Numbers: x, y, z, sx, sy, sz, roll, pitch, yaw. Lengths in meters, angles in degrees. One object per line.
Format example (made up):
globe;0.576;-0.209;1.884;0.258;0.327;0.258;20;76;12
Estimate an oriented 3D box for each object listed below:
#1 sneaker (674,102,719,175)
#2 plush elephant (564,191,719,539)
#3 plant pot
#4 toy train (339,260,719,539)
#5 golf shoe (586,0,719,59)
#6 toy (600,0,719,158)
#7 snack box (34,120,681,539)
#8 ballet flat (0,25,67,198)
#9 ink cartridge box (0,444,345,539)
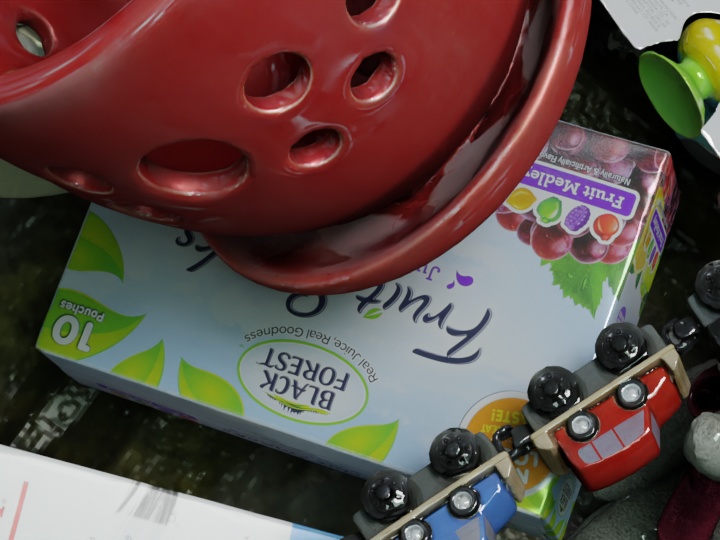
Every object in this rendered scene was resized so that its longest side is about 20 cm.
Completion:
sneaker;0.209;-0.035;1.114;0.199;0.091;0.078;10;60;-13
plush elephant;0.160;0.064;1.045;0.165;0.155;0.200;34;61;32
plant pot;-0.034;-0.104;0.945;0.182;0.200;0.201;30;75;-41
toy train;0.082;0.050;0.977;0.200;0.034;0.046;-32;65;-1
golf shoe;0.129;-0.129;1.134;0.199;0.077;0.088;16;57;-8
toy;0.185;-0.110;1.066;0.200;0.047;0.115;-32;79;-22
snack box;0.000;0.000;1.054;0.199;0.053;0.143;17;79;16
ballet flat;-0.173;-0.069;1.060;0.199;0.069;0.070;8;80;-10
ink cartridge box;-0.101;0.133;1.042;0.199;0.067;0.116;16;79;-8
